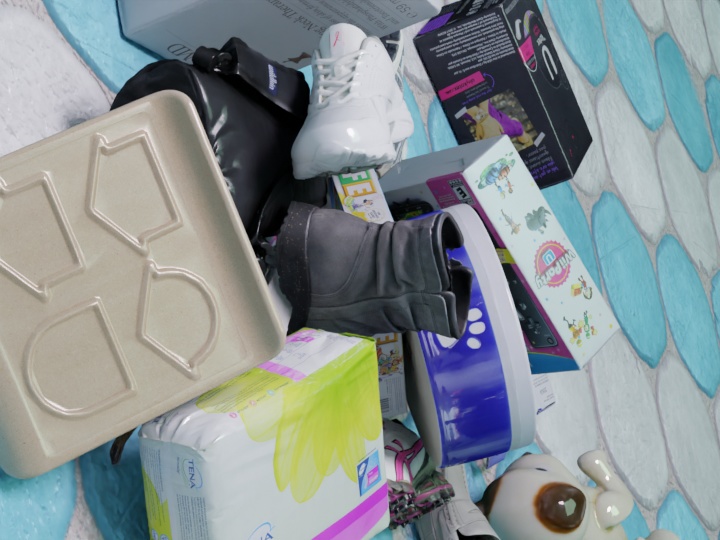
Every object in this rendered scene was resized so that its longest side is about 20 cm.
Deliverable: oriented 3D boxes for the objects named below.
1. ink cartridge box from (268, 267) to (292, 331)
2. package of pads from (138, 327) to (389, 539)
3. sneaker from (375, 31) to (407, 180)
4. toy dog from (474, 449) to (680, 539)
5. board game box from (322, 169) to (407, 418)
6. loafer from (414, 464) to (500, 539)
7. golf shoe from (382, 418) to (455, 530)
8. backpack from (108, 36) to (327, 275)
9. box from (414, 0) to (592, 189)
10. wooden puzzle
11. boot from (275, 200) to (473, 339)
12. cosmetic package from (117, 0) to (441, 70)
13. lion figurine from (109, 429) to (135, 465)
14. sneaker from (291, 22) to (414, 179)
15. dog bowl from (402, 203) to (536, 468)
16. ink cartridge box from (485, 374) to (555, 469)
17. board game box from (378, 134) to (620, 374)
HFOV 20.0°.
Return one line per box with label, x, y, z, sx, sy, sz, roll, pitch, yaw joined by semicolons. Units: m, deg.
ink cartridge box;-0.060;0.085;1.558;0.200;0.048;0.146;-75;142;-69
package of pads;-0.060;0.137;1.373;0.200;0.068;0.155;-31;123;-48
sneaker;0.007;-0.141;1.859;0.086;0.077;0.201;59;31;-54
toy dog;0.180;0.254;1.886;0.200;0.139;0.194;53;48;-34
board game box;0.000;0.000;1.606;0.135;0.034;0.200;-110;-169;-48
loafer;0.087;0.231;1.744;0.070;0.070;0.201;38;41;-52
golf shoe;0.008;0.160;1.633;0.092;0.072;0.200;62;13;13
backpack;-0.102;-0.082;1.487;0.200;0.126;0.168;-20;105;-69
box;0.154;-0.189;2.152;0.200;0.106;0.122;65;25;-15
wooden puzzle;-0.167;0.007;1.269;0.200;0.046;0.186;-25;98;-23
boot;0.015;0.037;1.463;0.200;0.131;0.070;82;21;-48
cosmetic package;-0.070;-0.264;1.594;0.167;0.199;0.167;24;51;-59
lion figurine;-0.165;0.018;1.358;0.122;0.072;0.201;-34;114;-68
sneaker;-0.014;-0.124;1.465;0.200;0.078;0.100;-64;143;-74
dog bowl;0.073;0.053;1.625;0.200;0.079;0.201;164;-90;-84
ink cartridge box;0.112;0.080;1.901;0.136;0.076;0.201;-16;87;-66
board game box;0.110;-0.007;1.743;0.064;0.147;0.200;-44;109;-31
